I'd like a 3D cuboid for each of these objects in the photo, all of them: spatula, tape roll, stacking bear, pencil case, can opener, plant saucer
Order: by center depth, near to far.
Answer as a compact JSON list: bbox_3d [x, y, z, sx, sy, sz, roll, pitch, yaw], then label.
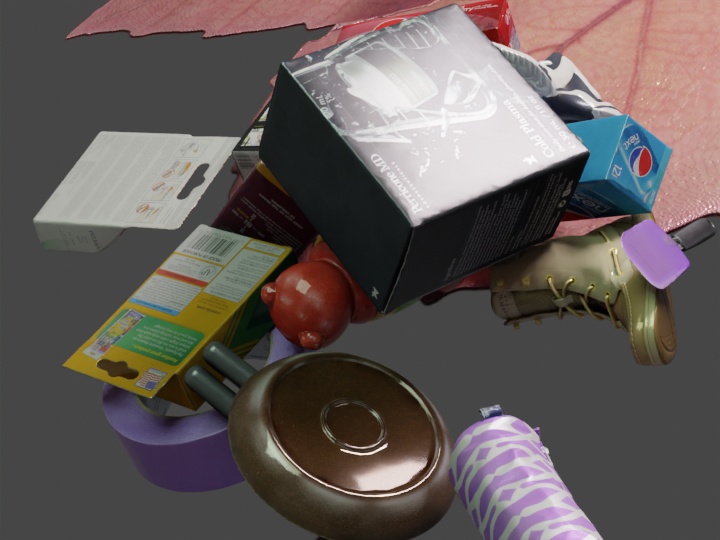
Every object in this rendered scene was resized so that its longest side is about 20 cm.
[{"bbox_3d":[0.136,0.193,1.253,0.085,0.085,0.200,-7,35,-17],"label":"pencil case"},{"bbox_3d":[-0.009,0.134,1.348,0.198,0.032,0.201,12,41,-10],"label":"plant saucer"},{"bbox_3d":[-0.061,0.131,1.384,0.199,0.067,0.053,37,79,13],"label":"can opener"},{"bbox_3d":[0.270,-0.025,1.413,0.021,0.057,0.200,-46,-12,25],"label":"spatula"},{"bbox_3d":[0.000,0.000,1.473,0.199,0.114,0.122,-35,81,-34],"label":"stacking bear"},{"bbox_3d":[-0.133,0.106,1.511,0.198,0.066,0.201,-15,38,12],"label":"tape roll"}]

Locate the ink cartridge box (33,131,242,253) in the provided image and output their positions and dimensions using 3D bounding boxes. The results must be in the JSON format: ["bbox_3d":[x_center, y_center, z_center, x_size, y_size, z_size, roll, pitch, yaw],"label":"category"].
[{"bbox_3d":[-0.241,-0.086,1.824,0.198,0.050,0.162,6,45,27],"label":"ink cartridge box"}]

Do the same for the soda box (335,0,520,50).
[{"bbox_3d":[0.072,-0.242,1.824,0.198,0.070,0.064,-6,39,22],"label":"soda box"}]

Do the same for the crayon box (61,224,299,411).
[{"bbox_3d":[-0.157,0.050,1.496,0.125,0.052,0.200,14,50,40],"label":"crayon box"}]

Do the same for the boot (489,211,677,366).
[{"bbox_3d":[0.189,0.025,1.426,0.154,0.073,0.201,-11,33,11],"label":"boot"}]

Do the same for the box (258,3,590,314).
[{"bbox_3d":[0.051,-0.099,1.413,0.195,0.124,0.200,-24,62,-29],"label":"box"}]

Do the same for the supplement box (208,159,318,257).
[{"bbox_3d":[-0.073,-0.067,1.585,0.111,0.085,0.200,-55,6,-35],"label":"supplement box"}]

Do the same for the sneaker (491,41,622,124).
[{"bbox_3d":[0.165,-0.178,1.628,0.197,0.080,0.130,18,18,-17],"label":"sneaker"}]

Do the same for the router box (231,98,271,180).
[{"bbox_3d":[-0.019,-0.154,1.779,0.198,0.051,0.150,3,42,30],"label":"router box"}]

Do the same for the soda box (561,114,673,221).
[{"bbox_3d":[0.186,-0.088,1.514,0.199,0.064,0.068,-5,59,55],"label":"soda box"}]
